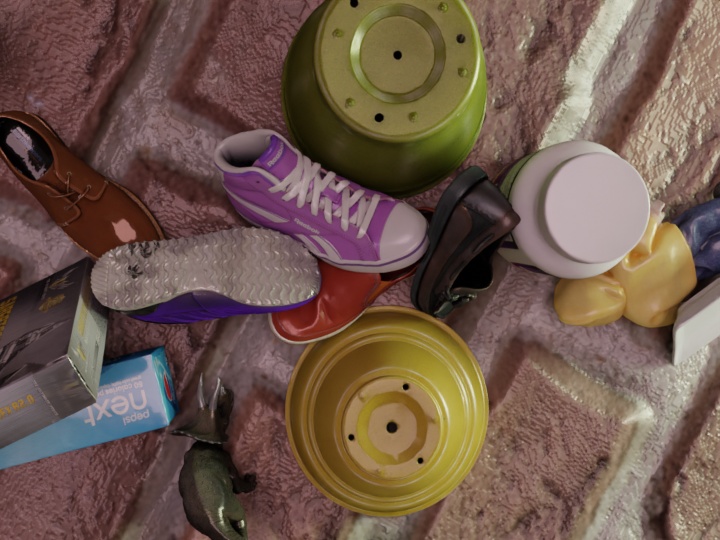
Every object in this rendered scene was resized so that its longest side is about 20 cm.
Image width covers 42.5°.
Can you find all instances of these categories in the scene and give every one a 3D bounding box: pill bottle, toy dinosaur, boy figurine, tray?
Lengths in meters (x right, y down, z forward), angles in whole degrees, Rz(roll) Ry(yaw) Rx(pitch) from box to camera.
[{"bbox_3d":[0.173,-0.051,0.788,0.109,0.200,0.114,0,93,-2],"label":"pill bottle"},{"bbox_3d":[-0.133,0.202,0.824,0.076,0.202,0.103,-23,131,10],"label":"toy dinosaur"},{"bbox_3d":[0.273,0.001,0.860,0.198,0.065,0.125,-30,115,3],"label":"boy figurine"},{"bbox_3d":[0.363,0.008,0.853,0.199,0.108,0.022,-36,62,0],"label":"tray"}]

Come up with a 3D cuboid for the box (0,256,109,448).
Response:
[{"bbox_3d":[-0.295,0.077,0.780,0.156,0.201,0.049,-26,116,1],"label":"box"}]

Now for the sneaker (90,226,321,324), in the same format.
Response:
[{"bbox_3d":[-0.133,0.011,0.834,0.196,0.100,0.071,-1,72,-3],"label":"sneaker"}]

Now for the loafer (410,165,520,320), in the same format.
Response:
[{"bbox_3d":[0.088,-0.004,0.790,0.063,0.201,0.072,40,65,19],"label":"loafer"}]

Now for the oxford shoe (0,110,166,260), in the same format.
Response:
[{"bbox_3d":[-0.261,-0.067,0.841,0.199,0.071,0.072,41,89,-4],"label":"oxford shoe"}]

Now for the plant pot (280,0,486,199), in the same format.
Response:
[{"bbox_3d":[0.024,-0.165,0.783,0.196,0.193,0.205,0,92,-1],"label":"plant pot"}]

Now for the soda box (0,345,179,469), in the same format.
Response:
[{"bbox_3d":[-0.273,0.129,0.850,0.196,0.064,0.069,-14,93,-2],"label":"soda box"}]

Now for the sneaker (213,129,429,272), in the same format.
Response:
[{"bbox_3d":[-0.039,-0.062,0.791,0.197,0.115,0.074,15,68,18],"label":"sneaker"}]

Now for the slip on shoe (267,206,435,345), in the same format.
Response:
[{"bbox_3d":[0.000,0.000,0.848,0.198,0.061,0.075,-30,80,-2],"label":"slip on shoe"}]

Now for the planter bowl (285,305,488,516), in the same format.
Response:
[{"bbox_3d":[0.026,0.137,0.849,0.196,0.083,0.205,0,92,-1],"label":"planter bowl"}]
